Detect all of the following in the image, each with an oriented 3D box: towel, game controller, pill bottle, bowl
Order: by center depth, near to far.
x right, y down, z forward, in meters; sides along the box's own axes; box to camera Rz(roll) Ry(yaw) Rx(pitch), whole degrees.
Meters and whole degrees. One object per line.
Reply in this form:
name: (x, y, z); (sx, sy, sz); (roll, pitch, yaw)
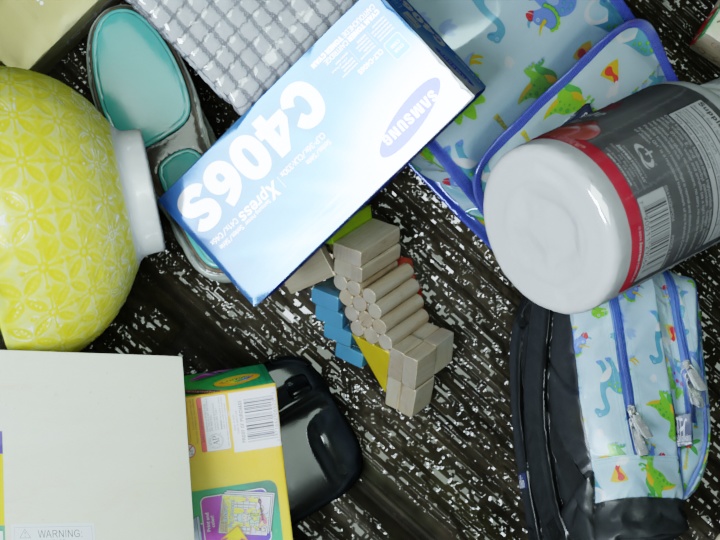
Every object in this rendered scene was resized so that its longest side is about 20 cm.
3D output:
pill bottle: (0.181, -0.056, 1.352); (0.200, 0.111, 0.111); (-25, 87, -38)
bowl: (-0.184, -0.041, 1.361); (0.107, 0.200, 0.201); (-12, 87, -5)
towel: (-0.090, -0.224, 1.376); (0.166, 0.086, 0.200); (-46, 106, -6)
game controller: (-0.099, 0.144, 1.439); (0.200, 0.042, 0.105); (-31, 103, -4)

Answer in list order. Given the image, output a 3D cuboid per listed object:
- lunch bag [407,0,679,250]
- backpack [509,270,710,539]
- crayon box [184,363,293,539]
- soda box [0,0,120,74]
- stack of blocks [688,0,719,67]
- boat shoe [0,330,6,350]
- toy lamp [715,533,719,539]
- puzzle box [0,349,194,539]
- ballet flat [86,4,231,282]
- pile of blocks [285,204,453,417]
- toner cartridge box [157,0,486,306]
lunch bag: (0.103, -0.123, 1.423); (0.170, 0.127, 0.200); (-43, 103, -7)
backpack: (0.160, 0.086, 1.400); (0.153, 0.163, 0.201); (-16, 77, -11)
crayon box: (-0.105, 0.170, 1.391); (0.118, 0.058, 0.201); (-7, 100, -9)
soda box: (-0.179, -0.214, 1.437); (0.064, 0.068, 0.200); (44, 86, 0)
stack of blocks: (0.342, -0.150, 1.461); (0.200, 0.059, 0.115); (34, 85, 0)
boat shoe: (-0.318, 0.008, 1.417); (0.199, 0.068, 0.075); (21, 86, -1)
toy lamp: (0.268, 0.141, 1.443); (0.058, 0.058, 0.200); (27, 87, -1)
puzzle box: (-0.199, 0.113, 1.283); (0.199, 0.025, 0.134); (4, 70, -23)
ballet flat: (-0.126, -0.081, 1.434); (0.067, 0.064, 0.200); (-27, 86, -1)
pile of blocks: (0.000, 0.000, 1.445); (0.062, 0.082, 0.201); (-32, 100, -46)
toner cartridge box: (-0.025, -0.079, 1.346); (0.095, 0.043, 0.200); (46, 108, 0)
